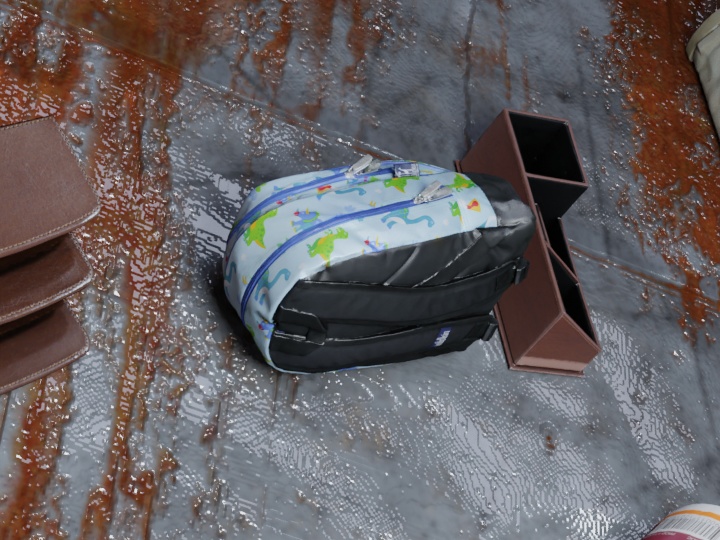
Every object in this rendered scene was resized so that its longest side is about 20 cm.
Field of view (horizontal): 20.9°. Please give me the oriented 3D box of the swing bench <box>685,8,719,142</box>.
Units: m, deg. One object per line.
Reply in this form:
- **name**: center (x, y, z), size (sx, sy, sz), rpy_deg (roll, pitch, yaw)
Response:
- **swing bench**: center (0.429, -0.151, 1.795), size (0.198, 0.130, 0.201), rpy_deg (8, 53, -28)

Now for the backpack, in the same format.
- **backpack**: center (0.000, 0.000, 1.385), size (0.199, 0.164, 0.154), rpy_deg (-25, 63, -36)

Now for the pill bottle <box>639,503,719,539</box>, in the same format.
- **pill bottle**: center (0.201, 0.253, 1.336), size (0.114, 0.114, 0.199), rpy_deg (50, 45, 10)

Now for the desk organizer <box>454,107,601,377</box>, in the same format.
- **desk organizer**: center (0.142, -0.024, 1.540), size (0.071, 0.077, 0.202), rpy_deg (7, 53, -29)

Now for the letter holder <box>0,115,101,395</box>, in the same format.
- **letter holder**: center (-0.260, 0.004, 1.235), size (0.199, 0.101, 0.143), rpy_deg (-18, 70, -41)
